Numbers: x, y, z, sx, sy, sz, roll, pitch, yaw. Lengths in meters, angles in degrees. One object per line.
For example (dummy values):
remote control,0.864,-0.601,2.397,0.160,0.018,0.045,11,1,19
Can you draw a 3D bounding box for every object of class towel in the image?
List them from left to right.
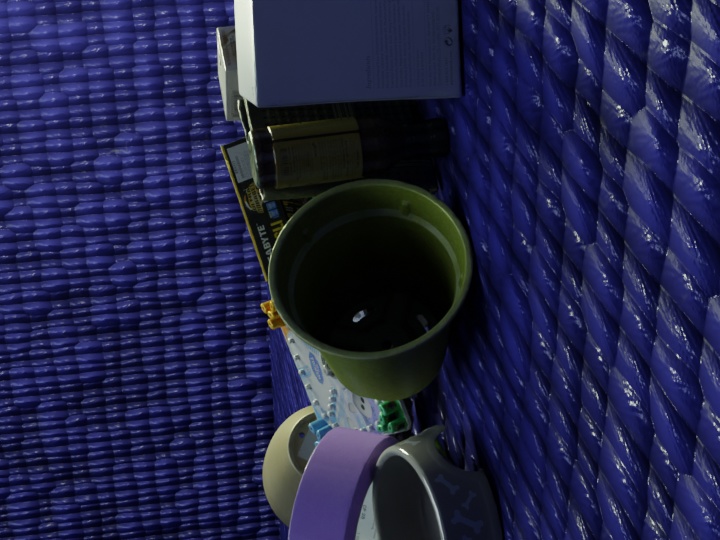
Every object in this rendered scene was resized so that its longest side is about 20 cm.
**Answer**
towel,-0.028,-0.148,1.385,0.035,0.199,0.193,106,157,-51

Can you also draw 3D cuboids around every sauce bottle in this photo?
sauce bottle,-0.012,-0.122,1.295,0.065,0.199,0.065,174,90,-81

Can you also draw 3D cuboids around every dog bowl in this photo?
dog bowl,0.073,0.261,1.308,0.200,0.058,0.201,171,90,-68

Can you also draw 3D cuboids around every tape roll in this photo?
tape roll,-0.012,0.277,1.416,0.200,0.065,0.201,7,-90,-70

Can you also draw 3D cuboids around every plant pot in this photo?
plant pot,-0.045,0.253,1.702,0.200,0.187,0.188,87,175,-72
plant pot,0.019,0.039,1.320,0.184,0.200,0.201,78,-179,-60

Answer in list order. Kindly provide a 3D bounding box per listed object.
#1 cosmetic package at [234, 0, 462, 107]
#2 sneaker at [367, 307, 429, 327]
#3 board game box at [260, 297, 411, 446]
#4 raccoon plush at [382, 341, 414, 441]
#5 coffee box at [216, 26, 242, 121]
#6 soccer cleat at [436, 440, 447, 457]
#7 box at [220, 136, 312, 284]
cosmetic package,-0.020,-0.232,1.283,0.199,0.199,0.123,-134,39,-75
sneaker,0.000,0.000,1.506,0.200,0.086,0.075,50,143,43
board game box,-0.034,0.108,1.509,0.200,0.026,0.201,-24,87,59
raccoon plush,0.021,0.165,1.538,0.134,0.096,0.200,-114,5,-48
coffee box,-0.079,-0.258,1.645,0.115,0.199,0.080,-106,15,-48
soccer cleat,0.074,0.283,1.470,0.081,0.067,0.201,-92,6,-68
box,-0.090,-0.067,1.475,0.200,0.049,0.160,-5,-106,-81
